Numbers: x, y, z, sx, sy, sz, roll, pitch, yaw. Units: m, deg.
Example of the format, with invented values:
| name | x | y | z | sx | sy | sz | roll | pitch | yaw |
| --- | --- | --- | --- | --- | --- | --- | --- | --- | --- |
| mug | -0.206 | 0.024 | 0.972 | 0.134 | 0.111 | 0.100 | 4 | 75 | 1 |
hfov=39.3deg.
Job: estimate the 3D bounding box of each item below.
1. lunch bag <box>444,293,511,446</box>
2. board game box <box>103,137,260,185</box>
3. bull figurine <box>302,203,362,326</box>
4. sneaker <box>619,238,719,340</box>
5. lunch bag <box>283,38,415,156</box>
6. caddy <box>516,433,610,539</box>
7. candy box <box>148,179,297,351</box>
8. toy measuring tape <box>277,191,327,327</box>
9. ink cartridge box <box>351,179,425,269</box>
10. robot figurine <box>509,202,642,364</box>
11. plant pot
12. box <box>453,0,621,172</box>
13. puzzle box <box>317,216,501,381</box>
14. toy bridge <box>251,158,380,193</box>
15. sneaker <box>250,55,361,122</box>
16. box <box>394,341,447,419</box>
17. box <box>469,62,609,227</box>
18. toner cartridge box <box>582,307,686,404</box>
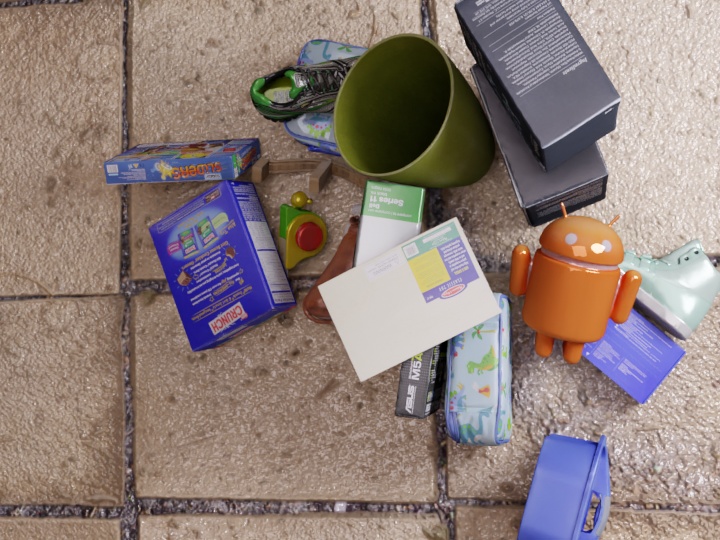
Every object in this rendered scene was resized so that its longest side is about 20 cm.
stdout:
| name | x | y | z | sx | sy | sz | roll | pitch | yaw |
| --- | --- | --- | --- | --- | --- | --- | --- | --- | --- |
| lunch bag | 0.164 | 0.135 | 1.361 | 0.081 | 0.161 | 0.203 | 0 | 83 | 16 |
| board game box | -0.261 | -0.163 | 1.496 | 0.197 | 0.136 | 0.035 | -1 | 108 | 13 |
| bull figurine | 0.000 | 0.000 | 1.462 | 0.121 | 0.065 | 0.201 | 35 | 94 | 10 |
| sneaker | 0.398 | -0.012 | 1.375 | 0.200 | 0.074 | 0.118 | 41 | 87 | 15 |
| lunch bag | -0.008 | -0.241 | 1.473 | 0.197 | 0.082 | 0.163 | 14 | 88 | 12 |
| caddy | 0.278 | 0.311 | 1.339 | 0.104 | 0.141 | 0.203 | 15 | 89 | 18 |
| candy box | -0.202 | -0.006 | 1.479 | 0.168 | 0.077 | 0.203 | -26 | 78 | 29 |
| toy measuring tape | -0.086 | -0.017 | 1.491 | 0.072 | 0.074 | 0.203 | 6 | 103 | 13 |
| ink cartridge box | 0.030 | -0.008 | 1.357 | 0.082 | 0.147 | 0.203 | 8 | 86 | -1 |
| robot figurine | 0.275 | 0.016 | 1.317 | 0.143 | 0.116 | 0.203 | 26 | 110 | 44 |
| plant pot | 0.095 | -0.188 | 1.348 | 0.185 | 0.199 | 0.190 | -11 | 71 | 34 |
| box | 0.209 | -0.238 | 1.191 | 0.106 | 0.148 | 0.202 | -32 | 79 | 7 |
| puzzle box | 0.061 | 0.037 | 1.261 | 0.198 | 0.025 | 0.135 | -26 | 83 | 5 |
| toy bridge | -0.057 | -0.139 | 1.484 | 0.197 | 0.067 | 0.028 | 11 | 123 | 14 |
| sneaker | -0.059 | -0.252 | 1.401 | 0.197 | 0.085 | 0.079 | -13 | 86 | 10 |
| box | 0.091 | 0.097 | 1.366 | 0.047 | 0.200 | 0.196 | 5 | 88 | 10 |
| box | 0.243 | -0.181 | 1.355 | 0.122 | 0.197 | 0.203 | -20 | 82 | 9 |
| toner cartridge box | 0.339 | 0.083 | 1.392 | 0.200 | 0.043 | 0.095 | 41 | 94 | 12 |
